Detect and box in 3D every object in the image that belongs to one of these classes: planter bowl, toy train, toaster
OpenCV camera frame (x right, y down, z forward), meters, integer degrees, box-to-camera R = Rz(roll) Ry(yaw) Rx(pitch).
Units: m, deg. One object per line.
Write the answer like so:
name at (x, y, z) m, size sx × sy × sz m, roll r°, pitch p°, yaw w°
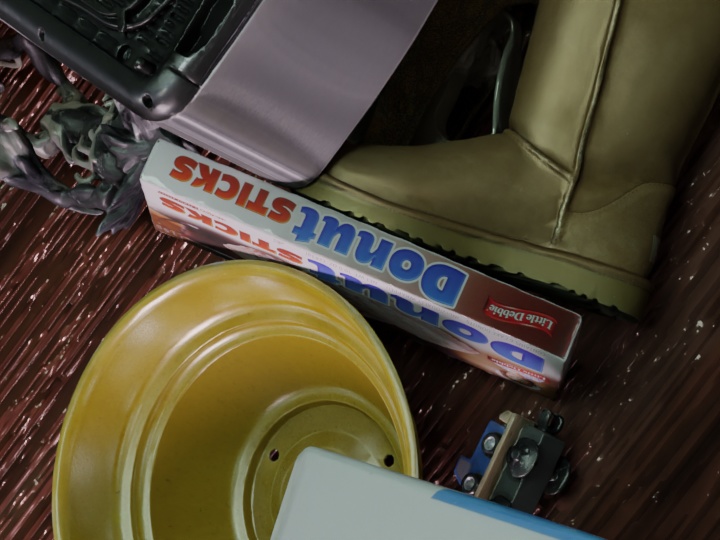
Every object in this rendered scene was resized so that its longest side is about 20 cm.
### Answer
planter bowl at (-0.036, 0.100, 1.144) m, size 0.199 × 0.083 × 0.202 m, roll -6°, pitch 80°, yaw 34°
toy train at (0.035, 0.149, 1.119) m, size 0.046 × 0.034 × 0.201 m, roll 27°, pitch 89°, yaw 50°
toaster at (-0.057, -0.153, 1.090) m, size 0.200 × 0.118 × 0.181 m, roll 34°, pitch 95°, yaw 39°

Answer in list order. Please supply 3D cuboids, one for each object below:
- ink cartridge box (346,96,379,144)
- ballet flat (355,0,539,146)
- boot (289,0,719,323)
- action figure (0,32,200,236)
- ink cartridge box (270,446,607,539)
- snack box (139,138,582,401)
ink cartridge box at (-0.005, -0.166, 1.208) m, size 0.067 × 0.116 × 0.201 m, roll 14°, pitch 80°, yaw 36°
ballet flat at (0.028, -0.052, 1.181) m, size 0.070 × 0.071 × 0.201 m, roll 22°, pitch 85°, yaw 37°
boot at (0.079, -0.095, 1.131) m, size 0.174 × 0.066 × 0.201 m, roll 18°, pitch 84°, yaw -3°
action figure at (-0.154, -0.086, 1.290) m, size 0.199 × 0.102 × 0.119 m, roll 12°, pitch 68°, yaw 38°
ink cartridge box at (0.074, 0.142, 0.992) m, size 0.144 × 0.200 × 0.085 m, roll 14°, pitch 85°, yaw 37°
snack box at (0.000, 0.000, 1.116) m, size 0.199 × 0.072 × 0.024 m, roll 23°, pitch 74°, yaw 7°
